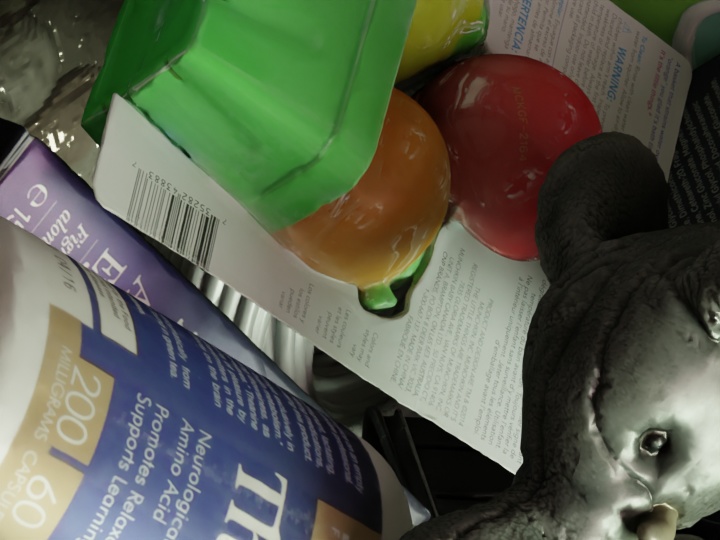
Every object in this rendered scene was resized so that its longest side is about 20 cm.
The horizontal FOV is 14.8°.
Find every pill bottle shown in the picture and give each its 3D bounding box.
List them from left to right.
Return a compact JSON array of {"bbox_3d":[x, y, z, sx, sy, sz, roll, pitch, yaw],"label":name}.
[{"bbox_3d":[-0.056,0.075,0.745,0.200,0.111,0.111,33,87,-34],"label":"pill bottle"}]

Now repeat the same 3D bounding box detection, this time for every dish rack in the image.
[{"bbox_3d":[0.037,0.161,0.941,0.054,0.154,0.201,-3,113,-7],"label":"dish rack"}]

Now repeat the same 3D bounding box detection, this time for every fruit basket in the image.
[{"bbox_3d":[0.014,-0.043,0.855,0.200,0.094,0.186,36,52,-30],"label":"fruit basket"}]

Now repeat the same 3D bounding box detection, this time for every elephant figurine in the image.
[{"bbox_3d":[0.101,0.023,0.774,0.141,0.156,0.200,-33,146,31],"label":"elephant figurine"}]

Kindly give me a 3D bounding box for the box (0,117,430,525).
[{"bbox_3d":[-0.102,0.064,0.844,0.200,0.104,0.148,43,77,-32],"label":"box"}]

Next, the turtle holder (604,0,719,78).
[{"bbox_3d":[0.116,-0.140,0.971,0.186,0.131,0.141,55,35,-43],"label":"turtle holder"}]

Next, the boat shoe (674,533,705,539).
[{"bbox_3d":[0.115,0.121,0.928,0.200,0.066,0.072,-40,-177,45],"label":"boat shoe"}]

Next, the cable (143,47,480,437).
[{"bbox_3d":[0.000,0.000,1.010,0.200,0.069,0.201,25,94,-56],"label":"cable"}]

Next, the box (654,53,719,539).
[{"bbox_3d":[0.155,0.010,0.955,0.199,0.107,0.148,-32,130,15],"label":"box"}]
